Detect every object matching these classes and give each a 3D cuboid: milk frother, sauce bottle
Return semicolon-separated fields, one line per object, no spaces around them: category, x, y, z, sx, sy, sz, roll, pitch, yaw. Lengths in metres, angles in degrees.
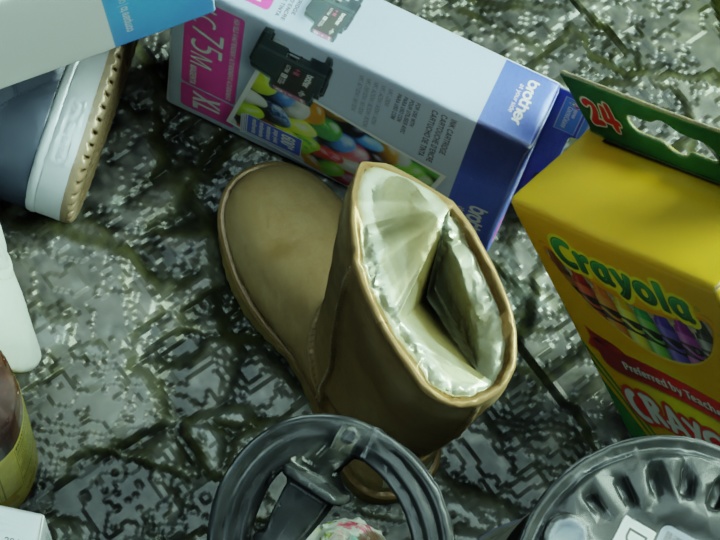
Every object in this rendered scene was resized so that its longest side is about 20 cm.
milk frother;0.046;0.128;0.773;0.180;0.188;0.200;-42;84;-17
sauce bottle;-0.163;0.056;0.779;0.066;0.200;0.066;1;72;-3

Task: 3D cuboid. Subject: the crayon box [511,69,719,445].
crayon box;0.138;0.022;0.803;0.051;0.127;0.200;-40;124;-15

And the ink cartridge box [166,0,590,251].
ink cartridge box;0.011;-0.071;0.879;0.199;0.119;0.042;24;68;3

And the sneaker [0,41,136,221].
sneaker;-0.151;-0.130;0.903;0.108;0.070;0.201;16;74;-2

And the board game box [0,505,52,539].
board game box;-0.221;0.103;0.796;0.199;0.126;0.035;13;71;-1

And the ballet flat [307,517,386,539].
ballet flat;-0.030;0.198;0.823;0.064;0.076;0.201;0;63;28

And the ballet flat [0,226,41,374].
ballet flat;-0.201;-0.039;0.835;0.200;0.069;0.070;41;72;-1

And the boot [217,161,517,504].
boot;0.000;0.000;0.811;0.066;0.200;0.176;-27;76;-13

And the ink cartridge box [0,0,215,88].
ink cartridge box;-0.175;-0.146;0.786;0.199;0.084;0.146;-21;77;-6
